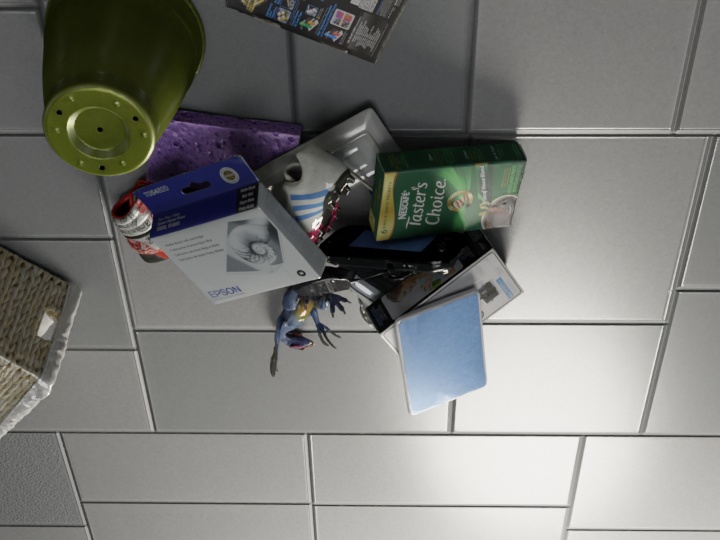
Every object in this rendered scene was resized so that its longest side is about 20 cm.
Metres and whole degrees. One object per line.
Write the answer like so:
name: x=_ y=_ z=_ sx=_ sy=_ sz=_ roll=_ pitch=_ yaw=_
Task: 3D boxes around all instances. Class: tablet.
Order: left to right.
tablet: x=0.116 y=0.118 z=1.684 sx=0.128 sy=0.014 sz=0.202 roll=-20 pitch=133 yaw=-11

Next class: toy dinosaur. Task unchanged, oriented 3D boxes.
toy dinosaur: x=-0.081 y=0.056 z=1.758 sx=0.103 sy=0.204 sz=0.181 roll=3 pitch=171 yaw=-24

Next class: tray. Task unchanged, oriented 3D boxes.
tray: x=-0.046 y=-0.129 z=1.568 sx=0.198 sy=0.022 sz=0.108 roll=-27 pitch=137 yaw=13

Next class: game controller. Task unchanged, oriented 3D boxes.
game controller: x=0.044 y=-0.032 z=1.601 sx=0.197 sy=0.105 sz=0.043 roll=5 pitch=123 yaw=24

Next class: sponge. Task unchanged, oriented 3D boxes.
sponge: x=-0.181 y=-0.154 z=1.570 sx=0.196 sy=0.030 sz=0.113 roll=7 pitch=134 yaw=-5

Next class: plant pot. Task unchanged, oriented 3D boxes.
plant pot: x=-0.291 y=-0.221 z=1.394 sx=0.197 sy=0.195 sz=0.202 roll=1 pitch=134 yaw=1

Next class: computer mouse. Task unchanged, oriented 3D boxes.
computer mouse: x=0.000 y=0.000 z=1.637 sx=0.196 sy=0.035 sz=0.059 roll=-9 pitch=159 yaw=1

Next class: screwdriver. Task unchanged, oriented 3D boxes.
screwdriver: x=0.005 y=-0.110 z=1.567 sx=0.199 sy=0.028 sz=0.029 roll=27 pitch=99 yaw=-51

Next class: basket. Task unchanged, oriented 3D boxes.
basket: x=-0.530 y=0.106 z=1.714 sx=0.160 sy=0.200 sz=0.199 roll=34 pitch=127 yaw=-25

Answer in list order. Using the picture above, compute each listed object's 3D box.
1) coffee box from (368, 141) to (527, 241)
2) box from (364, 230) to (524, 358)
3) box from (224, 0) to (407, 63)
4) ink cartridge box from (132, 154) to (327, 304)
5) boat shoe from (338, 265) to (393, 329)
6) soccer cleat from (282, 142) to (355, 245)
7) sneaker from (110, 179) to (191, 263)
coffee box: x=0.113 y=-0.104 z=1.569 sx=0.196 sy=0.044 sz=0.124 roll=-5 pitch=136 yaw=-14
box: x=0.119 y=0.043 z=1.675 sx=0.199 sy=0.060 sz=0.117 roll=-36 pitch=134 yaw=5
box: x=-0.033 y=-0.356 z=1.358 sx=0.196 sy=0.050 sz=0.201 roll=18 pitch=132 yaw=-14
ink cartridge box: x=-0.174 y=-0.046 z=1.545 sx=0.197 sy=0.041 sz=0.200 roll=-14 pitch=131 yaw=35
boat shoe: x=0.033 y=0.058 z=1.730 sx=0.199 sy=0.074 sz=0.067 roll=34 pitch=108 yaw=-28
soccer cleat: x=-0.069 y=-0.093 z=1.545 sx=0.086 sy=0.070 sz=0.201 roll=39 pitch=145 yaw=6
sneaker: x=-0.243 y=-0.082 z=1.615 sx=0.199 sy=0.068 sz=0.108 roll=-18 pitch=134 yaw=21
